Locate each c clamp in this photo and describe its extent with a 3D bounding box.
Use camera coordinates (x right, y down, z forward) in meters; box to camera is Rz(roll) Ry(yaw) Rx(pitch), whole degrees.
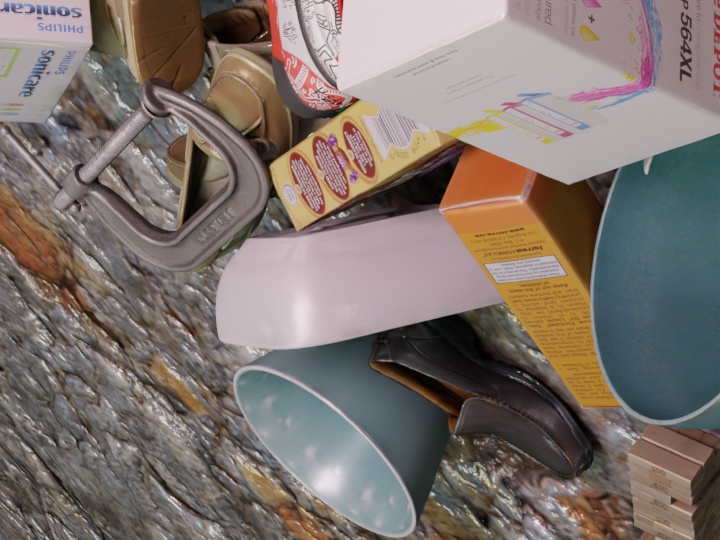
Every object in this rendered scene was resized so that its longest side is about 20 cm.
[{"bbox_3d":[-0.159,-0.073,1.172,0.171,0.027,0.200,49,136,-12],"label":"c clamp"}]

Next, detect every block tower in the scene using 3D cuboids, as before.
[{"bbox_3d":[0.246,0.196,1.252,0.058,0.054,0.200,24,145,31],"label":"block tower"}]

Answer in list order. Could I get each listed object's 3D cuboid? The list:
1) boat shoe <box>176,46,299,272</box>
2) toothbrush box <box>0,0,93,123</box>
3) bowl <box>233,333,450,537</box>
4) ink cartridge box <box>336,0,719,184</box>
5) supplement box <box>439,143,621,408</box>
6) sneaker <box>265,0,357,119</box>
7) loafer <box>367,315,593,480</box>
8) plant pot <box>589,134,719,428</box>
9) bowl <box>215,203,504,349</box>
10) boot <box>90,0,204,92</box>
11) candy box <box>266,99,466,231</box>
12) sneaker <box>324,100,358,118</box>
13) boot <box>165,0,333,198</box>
[{"bbox_3d":[-0.097,-0.075,1.182,0.073,0.063,0.201,33,142,6],"label":"boat shoe"},{"bbox_3d":[-0.258,-0.227,1.187,0.146,0.086,0.201,144,122,-60],"label":"toothbrush box"},{"bbox_3d":[-0.001,0.120,1.390,0.200,0.105,0.201,33,153,20],"label":"bowl"},{"bbox_3d":[0.105,-0.138,0.863,0.199,0.129,0.125,17,158,-36],"label":"ink cartridge box"},{"bbox_3d":[0.130,0.003,1.027,0.069,0.067,0.200,-10,132,38],"label":"supplement box"},{"bbox_3d":[-0.028,-0.204,1.020,0.108,0.067,0.202,-23,82,57],"label":"sneaker"},{"bbox_3d":[0.094,0.108,1.304,0.200,0.072,0.073,36,148,11],"label":"loafer"},{"bbox_3d":[0.238,-0.002,0.917,0.134,0.201,0.200,12,157,-21],"label":"plant pot"},{"bbox_3d":[0.000,0.000,1.169,0.200,0.199,0.075,-176,74,-68],"label":"bowl"},{"bbox_3d":[-0.170,-0.241,1.180,0.155,0.073,0.201,33,131,53],"label":"boot"},{"bbox_3d":[0.033,-0.093,1.075,0.200,0.116,0.057,-30,86,58],"label":"candy box"},{"bbox_3d":[0.022,-0.168,1.074,0.200,0.074,0.088,-27,85,54],"label":"sneaker"},{"bbox_3d":[-0.090,-0.126,1.234,0.199,0.072,0.155,7,135,38],"label":"boot"}]
